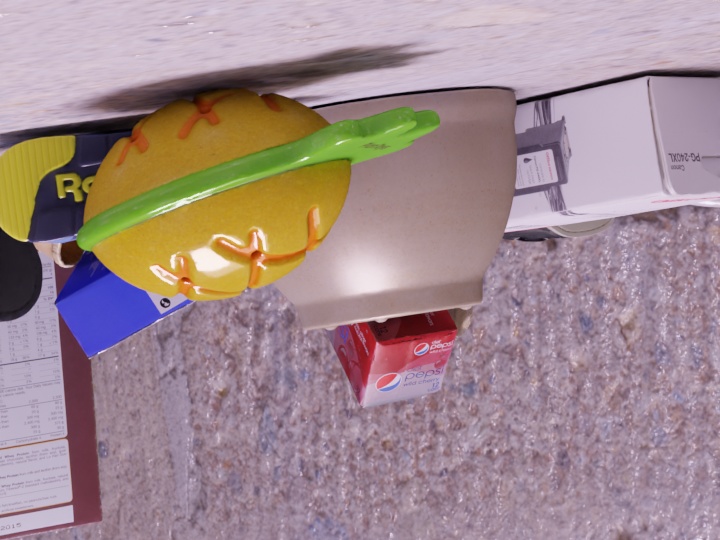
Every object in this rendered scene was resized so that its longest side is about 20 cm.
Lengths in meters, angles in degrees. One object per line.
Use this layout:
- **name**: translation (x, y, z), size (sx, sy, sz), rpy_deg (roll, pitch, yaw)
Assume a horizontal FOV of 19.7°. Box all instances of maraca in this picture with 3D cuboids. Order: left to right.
- **maraca**: translation (-0.056, -0.047, 1.089), size (0.200, 0.107, 0.137), rpy_deg (-20, 180, 17)

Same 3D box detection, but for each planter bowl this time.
- **planter bowl**: translation (0.011, -0.034, 1.344), size (0.200, 0.135, 0.200), rpy_deg (-8, 178, 0)

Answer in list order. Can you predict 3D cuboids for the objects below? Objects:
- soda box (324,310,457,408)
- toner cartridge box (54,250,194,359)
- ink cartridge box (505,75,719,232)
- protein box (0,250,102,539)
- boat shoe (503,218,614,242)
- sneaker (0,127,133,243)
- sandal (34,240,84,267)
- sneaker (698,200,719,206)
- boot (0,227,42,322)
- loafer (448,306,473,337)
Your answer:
- **soda box**: translation (0.000, 0.000, 1.484), size (0.063, 0.200, 0.070), rpy_deg (-8, 137, -21)
- **toner cartridge box**: translation (-0.130, -0.013, 1.336), size (0.095, 0.043, 0.200), rpy_deg (-27, -166, 11)
- **ink cartridge box**: translation (0.161, -0.078, 1.445), size (0.200, 0.084, 0.145), rpy_deg (-10, 177, 39)
- **protein box**: translation (-0.278, 0.065, 1.426), size (0.135, 0.201, 0.198), rpy_deg (-8, -168, -26)
- **boat shoe**: translation (0.170, -0.065, 2.133), size (0.199, 0.075, 0.066), rpy_deg (-7, 180, -33)
- **sneaker**: translation (-0.115, -0.053, 1.205), size (0.199, 0.074, 0.082), rpy_deg (-1, 179, -11)
- **sandal**: translation (-0.181, -0.038, 1.305), size (0.211, 0.070, 0.078), rpy_deg (-9, 178, 23)
- **sneaker**: translation (0.344, -0.091, 1.770), size (0.200, 0.074, 0.118), rpy_deg (-11, 172, 6)
- **boot**: translation (-0.306, -0.015, 1.236), size (0.200, 0.069, 0.174), rpy_deg (21, 164, -29)
- **loafer**: translation (0.064, -0.025, 1.533), size (0.067, 0.200, 0.076), rpy_deg (4, 131, -11)
